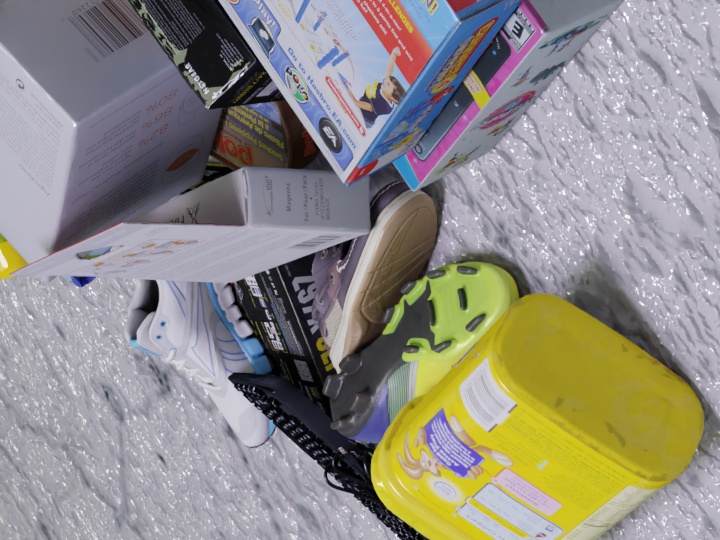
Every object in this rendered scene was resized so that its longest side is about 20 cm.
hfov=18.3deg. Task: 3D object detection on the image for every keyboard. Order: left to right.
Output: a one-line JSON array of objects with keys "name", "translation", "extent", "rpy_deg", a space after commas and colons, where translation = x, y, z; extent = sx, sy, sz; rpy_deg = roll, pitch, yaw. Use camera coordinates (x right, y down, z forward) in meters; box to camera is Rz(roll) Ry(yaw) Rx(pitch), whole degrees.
[{"name": "keyboard", "translation": [-0.014, 0.148, 1.618], "extent": [0.200, 0.040, 0.104], "rpy_deg": [43, 157, -24]}]

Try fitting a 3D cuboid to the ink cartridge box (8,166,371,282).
[{"name": "ink cartridge box", "translation": [-0.115, -0.029, 1.458], "extent": [0.200, 0.173, 0.044], "rpy_deg": [-19, 71, 59]}]

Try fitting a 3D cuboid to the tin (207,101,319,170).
[{"name": "tin", "translation": [-0.100, -0.132, 1.574], "extent": [0.200, 0.042, 0.112], "rpy_deg": [33, 138, 40]}]

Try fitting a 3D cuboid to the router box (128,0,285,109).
[{"name": "router box", "translation": [-0.101, -0.196, 1.399], "extent": [0.051, 0.149, 0.200], "rpy_deg": [-40, 79, 25]}]

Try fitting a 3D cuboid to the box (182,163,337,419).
[{"name": "box", "translation": [-0.069, 0.021, 1.657], "extent": [0.159, 0.049, 0.201], "rpy_deg": [9, 124, 58]}]

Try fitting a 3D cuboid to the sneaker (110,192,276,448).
[{"name": "sneaker", "translation": [-0.127, 0.049, 1.641], "extent": [0.075, 0.087, 0.201], "rpy_deg": [3, 121, 56]}]

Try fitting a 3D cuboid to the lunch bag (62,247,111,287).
[{"name": "lunch bag", "translation": [-0.256, -0.113, 1.750], "extent": [0.170, 0.127, 0.201], "rpy_deg": [22, 144, 49]}]

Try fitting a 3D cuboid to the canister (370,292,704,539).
[{"name": "canister", "translation": [0.107, 0.108, 1.384], "extent": [0.148, 0.087, 0.200], "rpy_deg": [34, 148, -3]}]

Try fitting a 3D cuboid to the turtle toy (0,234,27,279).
[{"name": "turtle toy", "translation": [-0.318, -0.048, 1.688], "extent": [0.200, 0.101, 0.146], "rpy_deg": [-5, 111, 56]}]

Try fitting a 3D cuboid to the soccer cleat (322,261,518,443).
[{"name": "soccer cleat", "translation": [0.052, 0.053, 1.487], "extent": [0.200, 0.083, 0.065], "rpy_deg": [-44, 49, 44]}]

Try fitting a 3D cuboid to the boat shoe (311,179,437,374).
[{"name": "boat shoe", "translation": [0.000, 0.000, 1.503], "extent": [0.065, 0.072, 0.200], "rpy_deg": [46, 153, 19]}]

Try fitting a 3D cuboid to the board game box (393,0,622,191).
[{"name": "board game box", "translation": [0.047, -0.156, 1.286], "extent": [0.148, 0.064, 0.200], "rpy_deg": [56, 152, 9]}]

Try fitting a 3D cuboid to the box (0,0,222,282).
[{"name": "box", "translation": [-0.180, -0.113, 1.516], "extent": [0.106, 0.152, 0.200], "rpy_deg": [46, 149, 14]}]

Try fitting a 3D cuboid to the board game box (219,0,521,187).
[{"name": "board game box", "translation": [-0.013, -0.178, 1.239], "extent": [0.200, 0.056, 0.196], "rpy_deg": [56, 151, 10]}]
